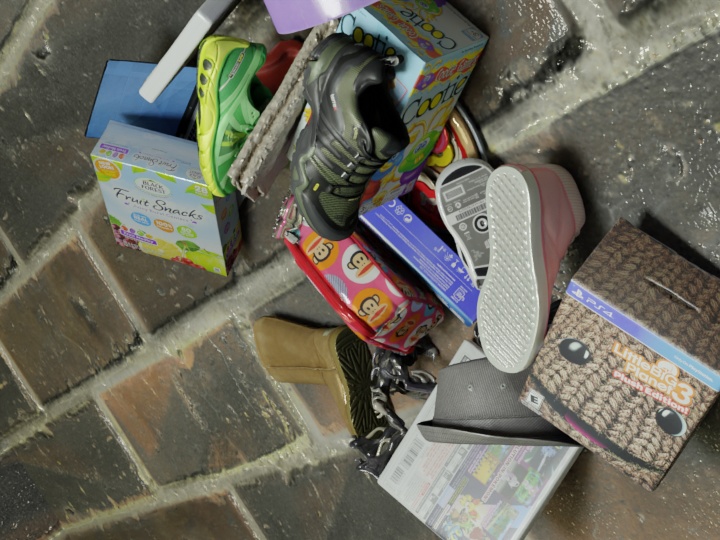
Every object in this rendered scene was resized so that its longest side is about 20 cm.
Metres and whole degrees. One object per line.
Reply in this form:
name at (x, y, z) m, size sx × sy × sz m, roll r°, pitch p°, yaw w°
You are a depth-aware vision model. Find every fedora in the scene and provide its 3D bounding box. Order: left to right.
fedora at (0.156, 0.131, 1.405) m, size 0.198 × 0.177 × 0.091 m, roll -2°, pitch 88°, yaw 27°

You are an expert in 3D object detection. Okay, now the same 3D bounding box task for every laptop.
laptop at (-0.231, -0.165, 1.718) m, size 0.200 × 0.116 × 0.187 m, roll 51°, pitch 150°, yaw 8°

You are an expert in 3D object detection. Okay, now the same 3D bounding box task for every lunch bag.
lunch bag at (0.000, 0.000, 1.497) m, size 0.176 × 0.082 × 0.200 m, roll 50°, pitch -172°, yaw 21°

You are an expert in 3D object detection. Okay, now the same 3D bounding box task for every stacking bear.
stacking bear at (-0.120, -0.159, 1.564) m, size 0.114 × 0.121 × 0.200 m, roll 66°, pitch 157°, yaw 13°

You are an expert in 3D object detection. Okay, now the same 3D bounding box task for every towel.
towel at (-0.068, -0.162, 1.386) m, size 0.034 × 0.201 × 0.133 m, roll 30°, pitch 180°, yaw 3°

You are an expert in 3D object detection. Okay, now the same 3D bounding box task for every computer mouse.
computer mouse at (0.139, -0.020, 1.374) m, size 0.044 × 0.109 × 0.201 m, roll -57°, pitch -55°, yaw -81°

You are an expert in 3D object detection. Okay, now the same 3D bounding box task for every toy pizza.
toy pizza at (0.056, -0.124, 1.435) m, size 0.200 × 0.032 × 0.201 m, roll 35°, pitch 144°, yaw 31°

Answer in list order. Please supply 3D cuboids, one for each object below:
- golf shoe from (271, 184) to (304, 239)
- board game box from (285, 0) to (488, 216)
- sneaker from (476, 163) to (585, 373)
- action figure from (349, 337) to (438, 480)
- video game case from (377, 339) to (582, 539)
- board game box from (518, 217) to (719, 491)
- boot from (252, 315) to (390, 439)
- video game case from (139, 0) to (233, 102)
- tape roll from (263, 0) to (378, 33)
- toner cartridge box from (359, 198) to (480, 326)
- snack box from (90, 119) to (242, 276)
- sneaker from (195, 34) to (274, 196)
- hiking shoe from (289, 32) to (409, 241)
golf shoe at (-0.037, -0.096, 1.571) m, size 0.091 × 0.073 × 0.201 m, roll 21°, pitch 141°, yaw -3°
board game box at (0.023, -0.168, 1.329) m, size 0.105 × 0.103 × 0.201 m, roll 44°, pitch 134°, yaw 19°
sneaker at (0.169, -0.007, 1.298) m, size 0.075 × 0.104 × 0.202 m, roll 12°, pitch 108°, yaw 40°
action figure at (0.054, 0.146, 1.627) m, size 0.119 × 0.101 × 0.202 m, roll -137°, pitch 62°, yaw -76°
video game case at (0.135, 0.210, 1.525) m, size 0.182 × 0.023 × 0.201 m, roll 37°, pitch 101°, yaw 29°
board game box at (0.257, 0.081, 1.258) m, size 0.159 × 0.097 × 0.201 m, roll 33°, pitch 144°, yaw 16°
boot at (-0.052, 0.144, 1.815) m, size 0.199 × 0.066 × 0.177 m, roll 0°, pitch 107°, yaw 54°
video game case at (-0.147, -0.279, 1.431) m, size 0.023 × 0.182 × 0.200 m, roll 40°, pitch 151°, yaw -9°
tape roll at (0.000, -0.288, 1.195) m, size 0.199 × 0.199 × 0.086 m, roll 1°, pitch 120°, yaw 54°
toner cartridge box at (0.059, -0.024, 1.449) m, size 0.200 × 0.043 × 0.095 m, roll 44°, pitch 177°, yaw 5°
snack box at (-0.247, -0.091, 1.767) m, size 0.167 × 0.068 × 0.201 m, roll 15°, pitch 147°, yaw 12°
sneaker at (-0.128, -0.152, 1.406) m, size 0.201 × 0.083 × 0.074 m, roll 99°, pitch 165°, yaw -47°
hiking shoe at (-0.006, -0.111, 1.253) m, size 0.100 × 0.075 × 0.202 m, roll 25°, pitch 125°, yaw 37°
